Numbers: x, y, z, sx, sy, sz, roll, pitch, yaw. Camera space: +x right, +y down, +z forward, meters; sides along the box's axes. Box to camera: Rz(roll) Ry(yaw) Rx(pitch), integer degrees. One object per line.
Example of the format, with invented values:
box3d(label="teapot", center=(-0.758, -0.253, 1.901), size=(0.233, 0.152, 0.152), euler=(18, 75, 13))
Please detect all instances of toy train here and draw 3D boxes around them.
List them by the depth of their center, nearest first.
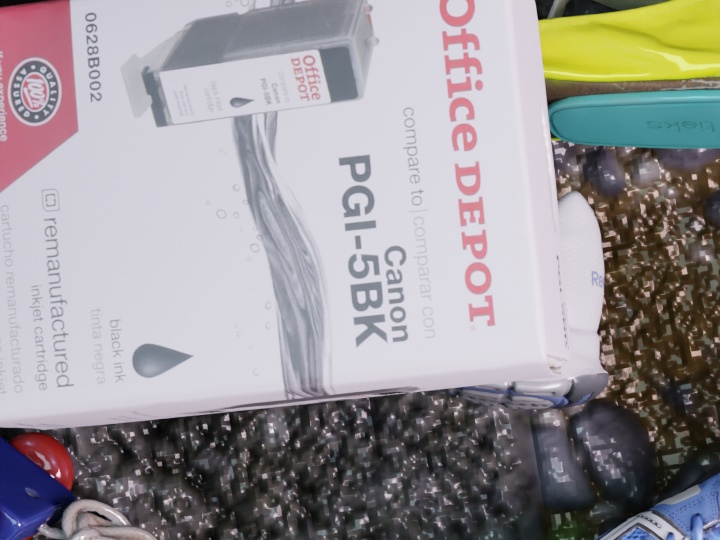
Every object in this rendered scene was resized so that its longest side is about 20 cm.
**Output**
box3d(label="toy train", center=(-0.161, 0.121, 0.874), size=(0.200, 0.085, 0.116), euler=(35, 106, 12))

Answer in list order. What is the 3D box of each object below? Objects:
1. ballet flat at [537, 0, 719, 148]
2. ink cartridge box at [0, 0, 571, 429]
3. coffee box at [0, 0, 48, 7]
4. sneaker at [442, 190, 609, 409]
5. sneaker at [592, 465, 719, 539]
box3d(label="ballet flat", center=(0.063, -0.078, 0.838), size=(0.199, 0.067, 0.067), euler=(-3, 66, 11))
box3d(label="ink cartridge box", center=(-0.034, -0.026, 0.770), size=(0.199, 0.083, 0.148), euler=(-7, 84, 9))
box3d(label="coffee box", center=(-0.052, -0.153, 0.805), size=(0.199, 0.080, 0.114), euler=(-7, 81, 6))
box3d(label="sneaker", center=(0.000, 0.000, 0.848), size=(0.199, 0.075, 0.088), euler=(8, 81, 6))
box3d(label="sneaker", center=(0.109, 0.128, 0.805), size=(0.200, 0.077, 0.076), euler=(-36, 79, 8))
